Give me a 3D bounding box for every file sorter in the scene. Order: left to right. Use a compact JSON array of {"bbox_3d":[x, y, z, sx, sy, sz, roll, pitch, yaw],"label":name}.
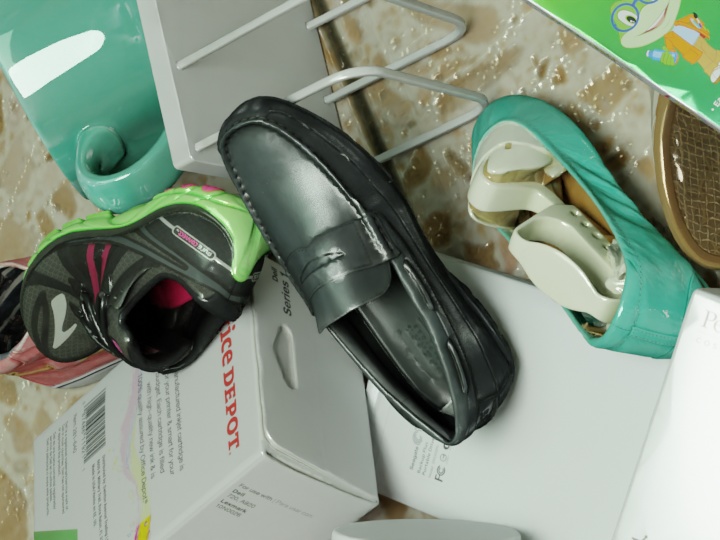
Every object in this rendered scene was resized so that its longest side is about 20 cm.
[{"bbox_3d":[-0.031,-0.160,1.243,0.124,0.139,0.200,-25,70,32],"label":"file sorter"}]

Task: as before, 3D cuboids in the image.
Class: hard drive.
[{"bbox_3d":[0.087,0.075,1.192,0.200,0.027,0.132,19,97,40],"label":"hard drive"}]

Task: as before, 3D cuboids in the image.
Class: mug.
[{"bbox_3d":[-0.131,-0.119,1.313,0.114,0.152,0.185,-27,81,2],"label":"mug"}]

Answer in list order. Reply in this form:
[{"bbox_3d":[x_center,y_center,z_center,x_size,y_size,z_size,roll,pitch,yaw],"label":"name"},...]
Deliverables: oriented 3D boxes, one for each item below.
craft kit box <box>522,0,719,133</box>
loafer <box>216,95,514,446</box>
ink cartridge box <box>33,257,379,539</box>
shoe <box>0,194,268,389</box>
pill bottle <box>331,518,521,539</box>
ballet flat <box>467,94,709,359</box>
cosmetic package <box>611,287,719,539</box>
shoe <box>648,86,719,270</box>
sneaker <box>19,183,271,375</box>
[{"bbox_3d":[0.162,-0.187,1.082,0.197,0.049,0.200,36,96,18],"label":"craft kit box"},{"bbox_3d":[0.000,0.000,1.152,0.068,0.070,0.201,-34,100,34],"label":"loafer"},{"bbox_3d":[-0.088,0.108,1.266,0.200,0.084,0.145,-41,38,30],"label":"ink cartridge box"},{"bbox_3d":[-0.148,0.013,1.350,0.200,0.091,0.072,-30,68,34],"label":"shoe"},{"bbox_3d":[0.031,0.229,1.156,0.113,0.113,0.201,2,92,40],"label":"pill bottle"},{"bbox_3d":[0.095,-0.029,1.149,0.200,0.070,0.067,50,126,41],"label":"ballet flat"},{"bbox_3d":[0.176,0.117,1.070,0.101,0.071,0.200,19,97,22],"label":"cosmetic package"},{"bbox_3d":[0.175,-0.100,1.128,0.070,0.053,0.201,-1,89,4],"label":"shoe"},{"bbox_3d":[-0.124,0.016,1.239,0.200,0.077,0.084,-25,46,49],"label":"sneaker"}]
